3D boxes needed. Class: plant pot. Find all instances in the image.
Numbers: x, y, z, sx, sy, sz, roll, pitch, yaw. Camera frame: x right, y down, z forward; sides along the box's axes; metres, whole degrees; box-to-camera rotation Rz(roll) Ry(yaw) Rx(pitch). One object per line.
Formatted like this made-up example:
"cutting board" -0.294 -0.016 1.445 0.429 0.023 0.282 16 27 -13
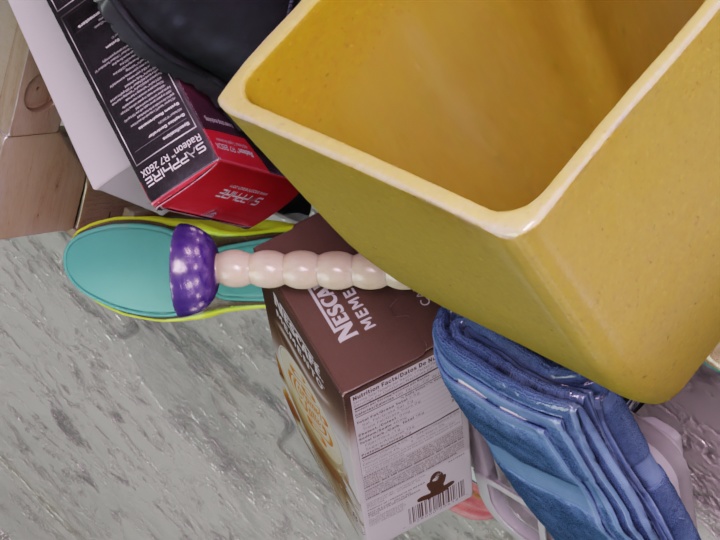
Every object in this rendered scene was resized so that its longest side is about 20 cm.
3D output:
"plant pot" 0.099 -0.055 1.009 0.194 0.196 0.200 27 160 43

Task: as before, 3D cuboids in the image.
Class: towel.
"towel" 0.105 0.097 1.158 0.112 0.049 0.200 28 162 41

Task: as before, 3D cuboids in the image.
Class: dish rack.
"dish rack" 0.134 0.121 1.311 0.172 0.044 0.200 34 156 33

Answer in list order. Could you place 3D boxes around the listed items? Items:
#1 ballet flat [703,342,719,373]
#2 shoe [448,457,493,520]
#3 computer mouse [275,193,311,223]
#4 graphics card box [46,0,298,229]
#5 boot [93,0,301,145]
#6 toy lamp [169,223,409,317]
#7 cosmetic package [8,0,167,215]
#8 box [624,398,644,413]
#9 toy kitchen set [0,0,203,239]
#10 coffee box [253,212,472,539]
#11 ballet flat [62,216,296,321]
"ballet flat" 0.163 -0.006 1.127 0.200 0.071 0.065 32 140 26
"shoe" 0.031 0.091 1.535 0.200 0.071 0.091 40 152 8
"computer mouse" -0.073 -0.071 1.424 0.110 0.044 0.200 33 -176 13
"graphics card box" -0.113 -0.123 1.232 0.200 0.051 0.125 61 -163 14
"boot" -0.021 -0.132 1.126 0.162 0.073 0.198 -14 139 36
"toy lamp" 0.000 0.000 1.200 0.200 0.058 0.058 -1 144 7
"cosmetic package" -0.154 -0.134 1.308 0.200 0.051 0.083 64 -162 19
"box" 0.088 -0.014 1.282 0.200 0.044 0.160 39 158 21
"toy kitchen set" -0.150 -0.101 1.486 0.163 0.200 0.181 36 120 35
"coffee box" 0.005 0.061 1.314 0.114 0.080 0.200 57 167 30
"ballet flat" -0.090 -0.003 1.408 0.200 0.067 0.067 1 99 30
